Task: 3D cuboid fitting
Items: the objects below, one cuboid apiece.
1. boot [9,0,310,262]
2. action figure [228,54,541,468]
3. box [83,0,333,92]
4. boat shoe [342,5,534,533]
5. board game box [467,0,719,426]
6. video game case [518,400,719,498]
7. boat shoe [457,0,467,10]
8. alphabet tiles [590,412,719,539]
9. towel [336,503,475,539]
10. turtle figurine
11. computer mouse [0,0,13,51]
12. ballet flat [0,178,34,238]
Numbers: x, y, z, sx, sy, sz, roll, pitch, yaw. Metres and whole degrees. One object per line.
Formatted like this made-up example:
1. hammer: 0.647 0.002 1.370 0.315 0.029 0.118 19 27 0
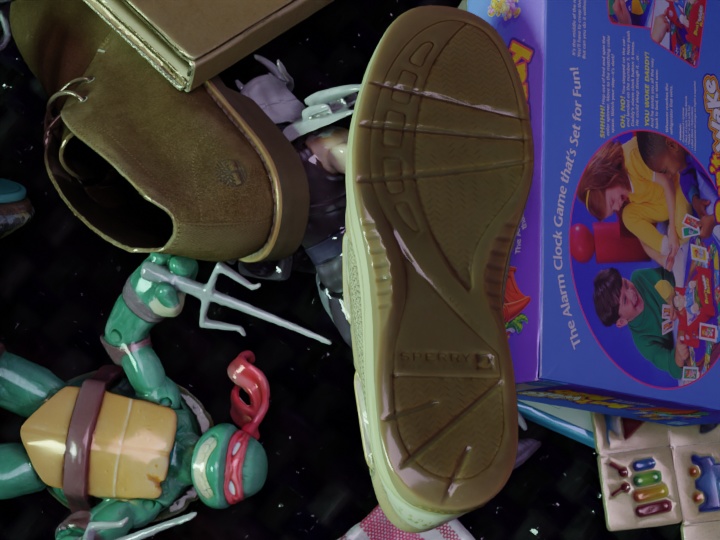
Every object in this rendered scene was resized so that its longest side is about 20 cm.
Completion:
1. boot: -0.105 -0.070 0.839 0.075 0.074 0.200 -9 39 -37
2. action figure: 0.000 0.000 0.852 0.069 0.130 0.201 -28 92 -36
3. box: -0.061 -0.176 0.878 0.163 0.021 0.200 42 52 14
4. boat shoe: 0.022 -0.002 0.769 0.071 0.065 0.201 8 70 -12
5. board game box: 0.105 -0.043 0.843 0.134 0.045 0.201 12 74 -40
6. video game case: 0.145 -0.011 0.919 0.143 0.018 0.201 23 77 0
7. boat shoe: 0.071 -0.099 0.906 0.059 0.072 0.201 34 72 -37
8. alphabet tiles: 0.197 0.054 0.899 0.199 0.006 0.167 -5 80 -11
9. towel: -0.003 0.202 0.854 0.200 0.030 0.146 -40 85 -12
10. turtle figurine: -0.113 0.070 0.836 0.199 0.101 0.150 6 68 10
11. computer mouse: -0.198 -0.041 0.800 0.138 0.053 0.201 -5 82 5
12. ballet flat: -0.241 -0.019 0.867 0.199 0.074 0.075 10 77 -2
